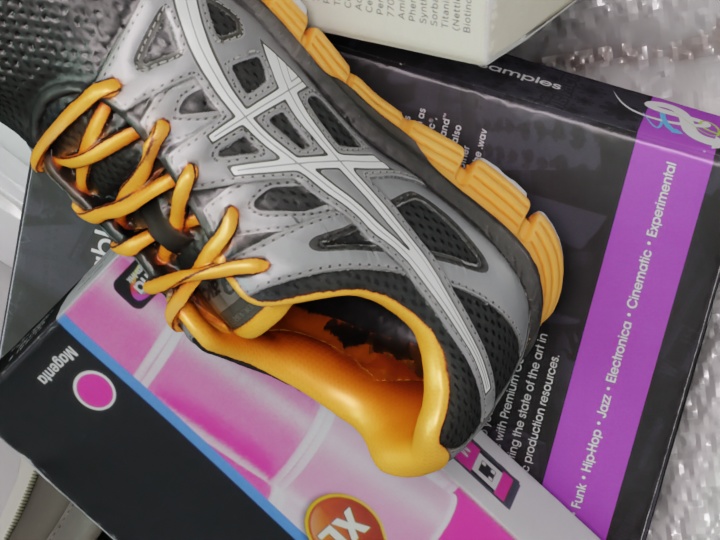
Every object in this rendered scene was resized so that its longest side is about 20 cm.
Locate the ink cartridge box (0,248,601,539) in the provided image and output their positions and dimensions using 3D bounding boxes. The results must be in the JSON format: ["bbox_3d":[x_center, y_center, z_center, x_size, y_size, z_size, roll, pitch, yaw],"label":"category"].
[{"bbox_3d":[-0.007,0.071,0.850,0.200,0.037,0.095,41,121,-9],"label":"ink cartridge box"}]

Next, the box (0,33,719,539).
[{"bbox_3d":[0.000,0.000,0.855,0.199,0.036,0.144,17,116,6],"label":"box"}]

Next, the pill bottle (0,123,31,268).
[{"bbox_3d":[-0.062,-0.094,0.938,0.113,0.112,0.201,52,130,30],"label":"pill bottle"}]

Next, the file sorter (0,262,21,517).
[{"bbox_3d":[-0.198,0.032,1.045,0.124,0.199,0.140,27,114,45],"label":"file sorter"}]

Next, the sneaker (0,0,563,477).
[{"bbox_3d":[-0.035,-0.022,0.766,0.078,0.199,0.077,-43,21,47],"label":"sneaker"}]

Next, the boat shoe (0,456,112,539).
[{"bbox_3d":[-0.092,0.112,1.031,0.060,0.072,0.203,41,120,43],"label":"boat shoe"}]

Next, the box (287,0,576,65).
[{"bbox_3d":[-0.040,-0.117,0.804,0.199,0.068,0.083,15,117,23],"label":"box"}]
